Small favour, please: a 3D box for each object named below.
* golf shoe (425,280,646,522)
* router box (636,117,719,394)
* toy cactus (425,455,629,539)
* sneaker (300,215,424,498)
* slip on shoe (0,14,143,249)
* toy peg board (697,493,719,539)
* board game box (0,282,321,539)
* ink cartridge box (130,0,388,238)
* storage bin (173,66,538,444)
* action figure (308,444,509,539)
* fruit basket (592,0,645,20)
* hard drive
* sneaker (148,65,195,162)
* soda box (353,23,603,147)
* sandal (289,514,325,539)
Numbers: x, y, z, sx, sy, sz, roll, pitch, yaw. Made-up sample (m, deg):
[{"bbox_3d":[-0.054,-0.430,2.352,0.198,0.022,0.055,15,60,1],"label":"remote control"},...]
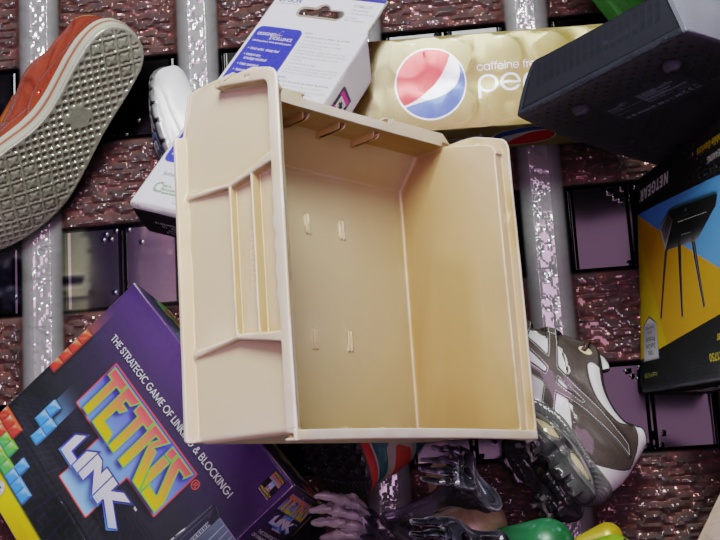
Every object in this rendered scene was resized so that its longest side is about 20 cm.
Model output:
[{"bbox_3d":[0.110,0.066,0.761,0.094,0.078,0.201,-28,75,-24],"label":"golf shoe"},{"bbox_3d":[0.222,-0.005,0.687,0.050,0.200,0.152,1,81,-4],"label":"router box"},{"bbox_3d":[0.092,0.193,0.704,0.101,0.201,0.167,1,53,-34],"label":"toy cactus"},{"bbox_3d":[-0.007,0.043,0.754,0.070,0.093,0.203,-14,94,46],"label":"sneaker"},{"bbox_3d":[-0.233,-0.100,0.820,0.061,0.074,0.201,36,92,44],"label":"slip on shoe"},{"bbox_3d":[0.260,0.227,0.640,0.097,0.199,0.201,22,81,49],"label":"toy peg board"},{"bbox_3d":[-0.147,0.134,0.738,0.165,0.057,0.200,-45,58,-2],"label":"board game box"},{"bbox_3d":[-0.060,-0.102,0.741,0.094,0.037,0.202,13,62,32],"label":"ink cartridge box"},{"bbox_3d":[0.000,0.000,0.650,0.093,0.198,0.202,-14,75,43],"label":"storage bin"},{"bbox_3d":[0.005,0.186,0.670,0.101,0.120,0.201,23,128,-13],"label":"action figure"},{"bbox_3d":[0.202,-0.289,0.783,0.155,0.215,0.217,38,85,-30],"label":"fruit basket"},{"bbox_3d":[0.203,-0.110,0.686,0.134,0.198,0.043,-23,66,46],"label":"hard drive"},{"bbox_3d":[-0.087,-0.059,0.800,0.086,0.075,0.202,-28,85,-13],"label":"sneaker"},{"bbox_3d":[0.083,-0.124,0.789,0.196,0.064,0.069,-3,81,4],"label":"soda box"},{"bbox_3d":[-0.045,0.244,0.740,0.047,0.075,0.204,-14,79,21],"label":"sandal"}]
